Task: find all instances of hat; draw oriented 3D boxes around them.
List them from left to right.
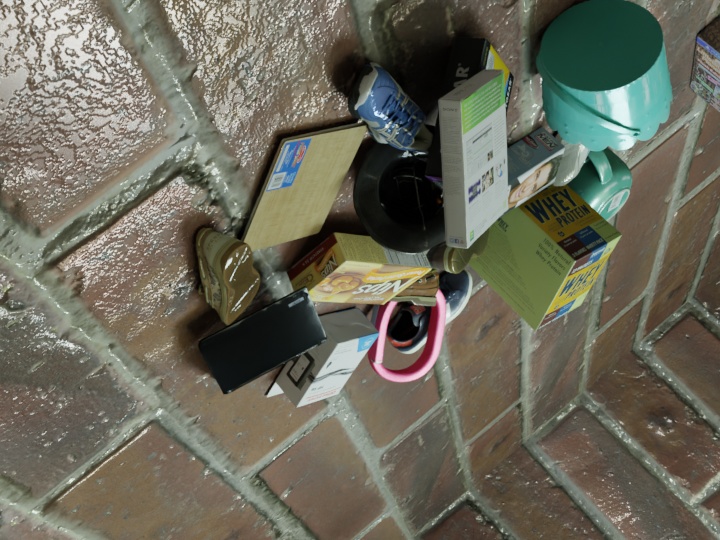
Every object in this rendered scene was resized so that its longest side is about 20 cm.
[{"bbox_3d":[0.063,-0.119,1.553,0.201,0.201,0.081,-31,-162,-24],"label":"hat"}]

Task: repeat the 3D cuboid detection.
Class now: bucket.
[{"bbox_3d":[0.362,-0.294,1.599,0.207,0.207,0.135,-39,146,-8],"label":"bucket"}]

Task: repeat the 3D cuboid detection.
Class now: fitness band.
[{"bbox_3d":[0.086,0.109,1.936,0.144,0.037,0.200,-1,111,-28],"label":"fitness band"}]

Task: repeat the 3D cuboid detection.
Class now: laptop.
[{"bbox_3d":[-0.152,0.101,1.618,0.177,0.103,0.200,-27,-172,-8],"label":"laptop"}]

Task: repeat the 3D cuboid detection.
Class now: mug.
[{"bbox_3d":[0.435,-0.159,2.033,0.152,0.114,0.185,-51,155,18],"label":"mug"}]

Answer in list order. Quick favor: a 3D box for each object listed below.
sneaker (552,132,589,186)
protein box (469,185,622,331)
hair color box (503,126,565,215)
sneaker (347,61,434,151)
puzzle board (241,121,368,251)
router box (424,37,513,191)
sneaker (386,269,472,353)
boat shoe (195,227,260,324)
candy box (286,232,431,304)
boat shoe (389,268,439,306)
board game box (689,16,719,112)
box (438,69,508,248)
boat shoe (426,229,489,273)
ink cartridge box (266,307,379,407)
[{"bbox_3d":[0.384,-0.242,1.894,0.200,0.072,0.072,-63,-176,25],"label":"sneaker"},{"bbox_3d":[0.333,-0.040,1.971,0.135,0.199,0.200,-26,151,-34],"label":"protein box"},{"bbox_3d":[0.250,-0.152,1.827,0.200,0.061,0.099,-33,154,-22],"label":"hair color box"},{"bbox_3d":[0.043,-0.207,1.376,0.076,0.077,0.200,-63,159,-1],"label":"sneaker"},{"bbox_3d":[-0.081,-0.112,1.440,0.151,0.017,0.200,-18,146,-42],"label":"puzzle board"},{"bbox_3d":[0.154,-0.202,1.485,0.149,0.051,0.200,25,75,-64],"label":"router box"},{"bbox_3d":[0.126,0.070,1.997,0.200,0.075,0.085,-50,146,5],"label":"sneaker"},{"bbox_3d":[-0.181,0.006,1.442,0.073,0.063,0.200,-48,164,-27],"label":"boat shoe"},{"bbox_3d":[0.000,0.000,1.634,0.200,0.055,0.115,4,147,-48],"label":"candy box"},{"bbox_3d":[0.056,0.018,1.819,0.200,0.072,0.068,6,96,-49],"label":"boat shoe"},{"bbox_3d":[0.737,-0.424,2.078,0.159,0.097,0.200,-41,156,-4],"label":"board game box"},{"bbox_3d":[0.150,-0.148,1.400,0.144,0.036,0.200,-40,133,-51],"label":"box"},{"bbox_3d":[0.171,-0.050,1.873,0.201,0.066,0.072,-40,134,-58],"label":"boat shoe"},{"bbox_3d":[-0.067,0.164,1.858,0.116,0.068,0.200,-11,141,-50],"label":"ink cartridge box"}]
